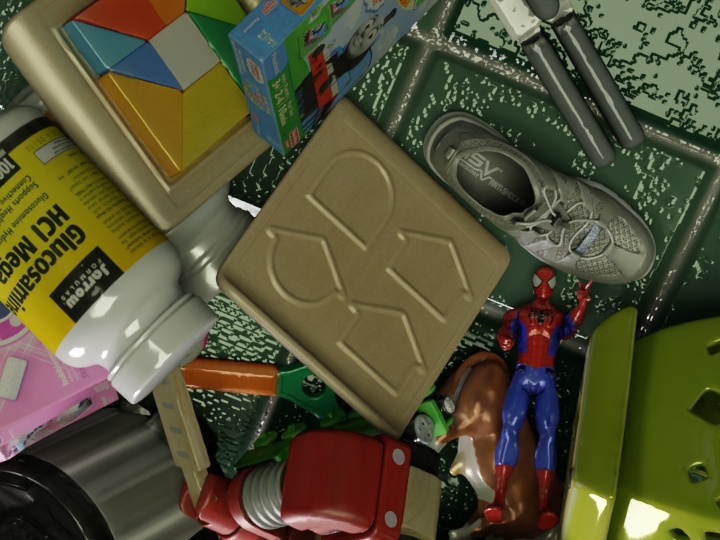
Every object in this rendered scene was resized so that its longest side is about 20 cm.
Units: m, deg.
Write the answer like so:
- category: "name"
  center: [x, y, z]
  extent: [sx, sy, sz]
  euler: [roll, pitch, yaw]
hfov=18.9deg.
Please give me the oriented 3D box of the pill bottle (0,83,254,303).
- category: "pill bottle"
  center: [-0.169, -0.068, 1.598]
  extent: [0.116, 0.116, 0.200]
  euler: [-40, 103, 11]

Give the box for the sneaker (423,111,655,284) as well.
- category: "sneaker"
  center: [0.134, -0.042, 1.626]
  extent: [0.199, 0.082, 0.075]
  euler: [28, 105, -9]

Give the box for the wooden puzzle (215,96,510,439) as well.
- category: "wooden puzzle"
  center: [0.000, 0.000, 1.606]
  extent: [0.185, 0.046, 0.200]
  euler: [42, 58, -16]

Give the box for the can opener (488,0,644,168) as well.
- category: "can opener"
  center: [0.146, -0.164, 1.601]
  extent: [0.052, 0.067, 0.201]
  euler: [-30, 110, 7]

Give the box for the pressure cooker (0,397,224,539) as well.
- category: "pressure cooker"
  center: [-0.192, 0.193, 1.641]
  extent: [0.175, 0.200, 0.180]
  euler: [-7, 100, 35]

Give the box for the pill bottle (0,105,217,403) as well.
- category: "pill bottle"
  center: [-0.197, -0.008, 1.483]
  extent: [0.200, 0.112, 0.113]
  euler: [44, 103, 3]

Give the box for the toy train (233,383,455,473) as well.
- category: "toy train"
  center: [-0.014, 0.132, 1.655]
  extent: [0.199, 0.056, 0.042]
  euler: [-19, 107, 36]

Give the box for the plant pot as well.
- category: "plant pot"
  center: [0.243, 0.152, 1.604]
  extent: [0.180, 0.201, 0.200]
  euler: [9, 143, 4]

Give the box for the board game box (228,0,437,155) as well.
- category: "board game box"
  center: [-0.004, -0.189, 1.511]
  extent: [0.037, 0.151, 0.200]
  euler: [39, 76, 17]

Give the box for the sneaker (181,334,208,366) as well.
- category: "sneaker"
  center: [-0.215, 0.044, 1.647]
  extent: [0.198, 0.088, 0.082]
  euler: [7, 107, -3]

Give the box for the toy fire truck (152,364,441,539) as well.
- category: "toy fire truck"
  center: [-0.061, 0.144, 1.550]
  extent: [0.199, 0.129, 0.176]
  euler: [27, 148, -33]

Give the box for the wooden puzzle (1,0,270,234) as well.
- category: "wooden puzzle"
  center: [-0.133, -0.151, 1.550]
  extent: [0.200, 0.037, 0.185]
  euler: [-42, 102, -32]

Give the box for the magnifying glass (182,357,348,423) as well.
- category: "magnifying glass"
  center: [-0.045, 0.088, 1.700]
  extent: [0.198, 0.022, 0.080]
  euler: [5, 108, -4]

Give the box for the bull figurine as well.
- category: "bull figurine"
  center: [0.106, 0.165, 1.693]
  extent: [0.121, 0.065, 0.201]
  euler: [-28, 99, -16]

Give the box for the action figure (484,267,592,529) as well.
- category: "action figure"
  center: [0.132, 0.081, 1.618]
  extent: [0.065, 0.099, 0.201]
  euler: [6, 66, 2]

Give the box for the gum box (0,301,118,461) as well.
- category: "gum box"
  center: [-0.265, 0.034, 1.562]
  extent: [0.113, 0.066, 0.201]
  euler: [-26, 74, -9]
